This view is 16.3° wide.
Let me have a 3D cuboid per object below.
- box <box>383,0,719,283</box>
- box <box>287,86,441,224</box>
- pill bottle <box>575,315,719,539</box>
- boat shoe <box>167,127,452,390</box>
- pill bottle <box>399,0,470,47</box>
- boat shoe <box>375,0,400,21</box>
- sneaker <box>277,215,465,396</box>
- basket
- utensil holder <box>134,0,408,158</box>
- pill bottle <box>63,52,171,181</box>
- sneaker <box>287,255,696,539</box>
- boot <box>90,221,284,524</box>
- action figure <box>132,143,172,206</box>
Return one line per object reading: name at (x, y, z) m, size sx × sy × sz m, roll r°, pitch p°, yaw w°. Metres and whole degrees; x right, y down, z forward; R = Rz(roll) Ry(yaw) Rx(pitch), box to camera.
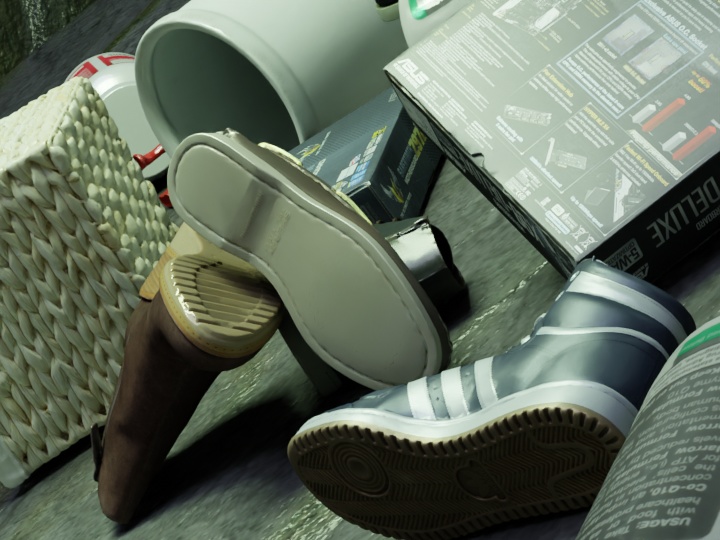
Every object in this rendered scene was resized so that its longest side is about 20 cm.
box at (0.126, -0.089, 1.289) m, size 0.157 × 0.050 × 0.200 m, roll -38°, pitch 45°, yaw -5°
box at (-0.026, -0.043, 1.685) m, size 0.157 × 0.051 × 0.200 m, roll -31°, pitch 15°, yaw 24°
pill bottle at (0.115, 0.106, 0.760) m, size 0.113 × 0.113 × 0.200 m, roll -25°, pitch 17°, yaw 36°
boat shoe at (-0.019, -0.007, 1.349) m, size 0.059 × 0.200 × 0.072 m, roll -6°, pitch -50°, yaw -55°
pill bottle at (0.133, -0.181, 1.596) m, size 0.199 × 0.113 × 0.113 m, roll -29°, pitch 16°, yaw 22°
boat shoe at (0.079, -0.244, 1.712) m, size 0.199 × 0.066 × 0.075 m, roll -26°, pitch 18°, yaw 31°
sneaker at (0.000, 0.000, 1.466) m, size 0.106 × 0.075 × 0.200 m, roll -32°, pitch 24°, yaw 2°
basket at (-0.214, 0.001, 1.698) m, size 0.160 × 0.199 × 0.200 m, roll -29°, pitch 15°, yaw 9°
utensil holder at (-0.043, -0.164, 1.884) m, size 0.200 × 0.171 × 0.169 m, roll -42°, pitch 15°, yaw -34°
pill bottle at (-0.216, -0.138, 2.301) m, size 0.112 × 0.113 × 0.200 m, roll -37°, pitch 14°, yaw -4°
sneaker at (0.063, 0.057, 1.119) m, size 0.199 × 0.070 × 0.109 m, roll -12°, pitch 32°, yaw 44°
boot at (-0.104, 0.070, 1.412) m, size 0.200 × 0.072 × 0.168 m, roll -112°, pitch 41°, yaw -72°
action figure at (-0.096, -0.140, 2.127) m, size 0.200 × 0.065 × 0.099 m, roll -42°, pitch 7°, yaw -17°
